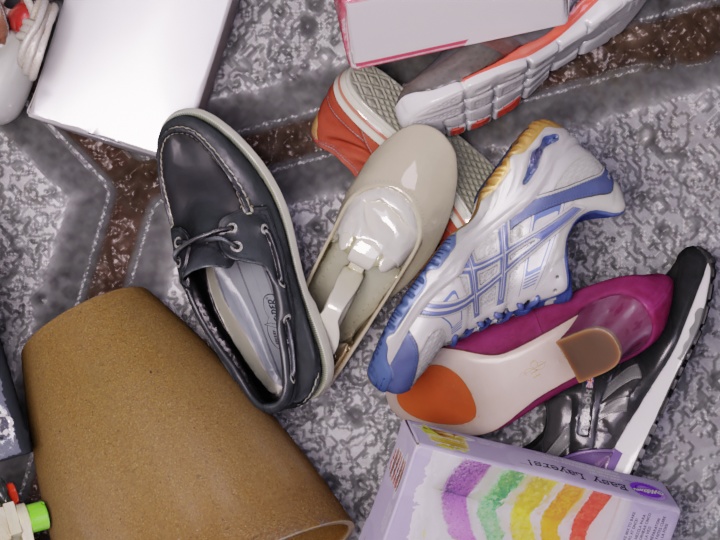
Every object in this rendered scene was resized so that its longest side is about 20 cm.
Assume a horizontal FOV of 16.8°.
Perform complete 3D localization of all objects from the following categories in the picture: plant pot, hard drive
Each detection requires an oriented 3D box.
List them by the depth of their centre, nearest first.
[{"bbox_3d":[-0.132,0.119,1.539,0.186,0.186,0.201,-29,76,0],"label":"plant pot"},{"bbox_3d":[-0.252,0.023,1.542,0.033,0.140,0.201,-16,89,-10],"label":"hard drive"}]

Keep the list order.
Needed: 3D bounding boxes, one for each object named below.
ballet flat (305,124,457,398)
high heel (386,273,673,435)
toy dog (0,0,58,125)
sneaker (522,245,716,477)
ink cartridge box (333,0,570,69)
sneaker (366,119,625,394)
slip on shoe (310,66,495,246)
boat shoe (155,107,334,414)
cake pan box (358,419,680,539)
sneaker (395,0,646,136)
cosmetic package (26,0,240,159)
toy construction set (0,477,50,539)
[{"bbox_3d":[0.000,0.000,1.546,0.069,0.070,0.201,29,116,0],"label":"ballet flat"},{"bbox_3d":[0.110,0.053,1.573,0.199,0.096,0.068,-14,106,38],"label":"high heel"},{"bbox_3d":[-0.232,-0.205,1.557,0.096,0.132,0.201,18,70,-9],"label":"toy dog"},{"bbox_3d":[0.160,0.067,1.581,0.087,0.076,0.201,25,90,6],"label":"sneaker"},{"bbox_3d":[0.041,-0.244,1.535,0.145,0.085,0.201,-12,63,-1],"label":"ink cartridge box"},{"bbox_3d":[0.086,0.006,1.512,0.088,0.075,0.200,37,89,-2],"label":"sneaker"},{"bbox_3d":[0.048,-0.048,1.589,0.200,0.074,0.061,43,125,-6],"label":"slip on shoe"},{"bbox_3d":[-0.082,-0.001,1.507,0.074,0.066,0.200,-13,103,29],"label":"boat shoe"},{"bbox_3d":[0.083,0.208,1.537,0.183,0.052,0.201,17,105,-12],"label":"cake pan box"},{"bbox_3d":[0.093,-0.158,1.576,0.200,0.077,0.082,-32,76,-21],"label":"sneaker"},{"bbox_3d":[-0.132,-0.177,1.572,0.107,0.085,0.201,19,91,-1],"label":"cosmetic package"},{"bbox_3d":[-0.236,0.206,1.536,0.092,0.200,0.132,-10,69,-31],"label":"toy construction set"}]
